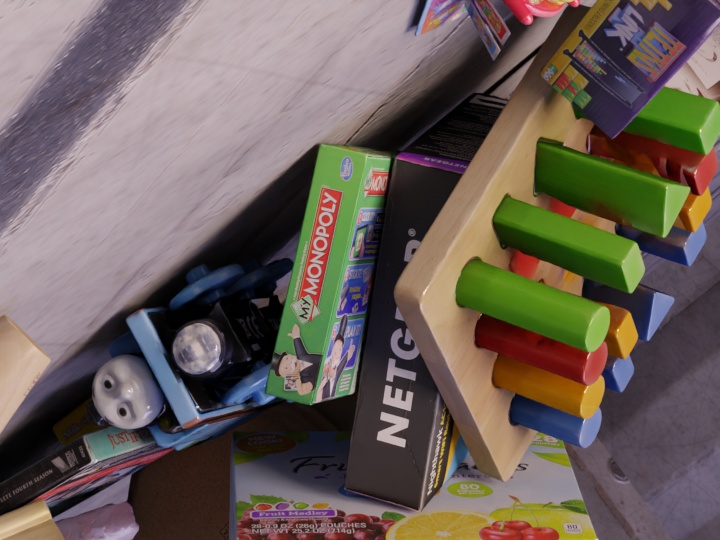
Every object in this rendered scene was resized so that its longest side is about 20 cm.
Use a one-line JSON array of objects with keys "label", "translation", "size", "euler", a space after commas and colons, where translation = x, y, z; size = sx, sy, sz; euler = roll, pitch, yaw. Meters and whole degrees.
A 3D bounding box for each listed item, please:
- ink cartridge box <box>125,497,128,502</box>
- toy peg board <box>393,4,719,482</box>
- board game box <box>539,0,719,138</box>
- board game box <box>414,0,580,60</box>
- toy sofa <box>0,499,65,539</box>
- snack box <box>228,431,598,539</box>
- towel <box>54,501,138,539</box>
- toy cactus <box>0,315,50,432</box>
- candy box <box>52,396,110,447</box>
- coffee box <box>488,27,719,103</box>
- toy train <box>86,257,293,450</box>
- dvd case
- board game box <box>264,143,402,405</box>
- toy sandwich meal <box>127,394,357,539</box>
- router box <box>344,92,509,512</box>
[{"label": "ink cartridge box", "translation": [-0.053, 0.101, 1.935], "size": [0.200, 0.083, 0.147], "euler": [-40, -168, 29]}, {"label": "toy peg board", "translation": [0.129, 0.000, 1.550], "size": [0.200, 0.098, 0.199], "euler": [-58, 149, -21]}, {"label": "board game box", "translation": [0.182, -0.165, 1.409], "size": [0.165, 0.057, 0.200], "euler": [-49, 179, -17]}, {"label": "board game box", "translation": [0.105, -0.155, 1.309], "size": [0.158, 0.039, 0.200], "euler": [-35, 173, -11]}, {"label": "toy sofa", "translation": [-0.209, 0.223, 1.686], "size": [0.083, 0.098, 0.200], "euler": [-21, 137, -19]}, {"label": "snack box", "translation": [0.025, 0.149, 1.631], "size": [0.200, 0.068, 0.169], "euler": [2, -163, -3]}, {"label": "towel", "translation": [-0.251, 0.201, 1.810], "size": [0.200, 0.032, 0.191], "euler": [-22, 175, -20]}, {"label": "toy cactus", "translation": [-0.206, 0.095, 1.318], "size": [0.165, 0.102, 0.200], "euler": [-46, 165, -2]}, {"label": "candy box", "translation": [-0.125, 0.077, 1.811], "size": [0.102, 0.026, 0.200], "euler": [-34, 173, 6]}, {"label": "coffee box", "translation": [0.154, -0.102, 1.748], "size": [0.113, 0.080, 0.200], "euler": [-40, 172, 25]}, {"label": "toy train", "translation": [-0.084, 0.052, 1.610], "size": [0.114, 0.087, 0.200], "euler": [-32, 175, 13]}, {"label": "dvd case", "translation": [-0.193, 0.135, 1.730], "size": [0.200, 0.022, 0.146], "euler": [-32, 172, 30]}, {"label": "board game box", "translation": [0.000, 0.000, 1.568], "size": [0.200, 0.029, 0.135], "euler": [-3, 106, -77]}, {"label": "toy sandwich meal", "translation": [-0.058, 0.151, 1.792], "size": [0.205, 0.205, 0.070], "euler": [-40, 170, 28]}, {"label": "router box", "translation": [0.049, 0.015, 1.605], "size": [0.149, 0.051, 0.200], "euler": [-42, 143, -64]}]
